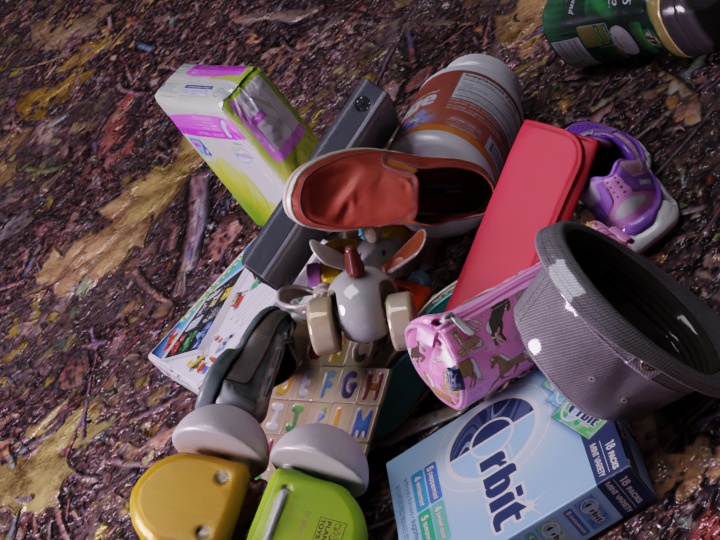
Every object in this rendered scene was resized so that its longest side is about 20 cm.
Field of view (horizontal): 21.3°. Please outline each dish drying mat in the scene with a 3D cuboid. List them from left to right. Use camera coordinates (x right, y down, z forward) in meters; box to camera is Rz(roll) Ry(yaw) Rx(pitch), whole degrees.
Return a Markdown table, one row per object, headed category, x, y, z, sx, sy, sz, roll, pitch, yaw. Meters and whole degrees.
| category | x | y | z | sx | sy | sz | roll | pitch | yaw |
| --- | --- | --- | --- | --- | --- | --- | --- | --- | --- |
| dish drying mat | 0.134 | -0.029 | 1.621 | 0.077 | 0.018 | 0.201 | 19 | 83 | 32 |

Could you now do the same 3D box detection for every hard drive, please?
| category | x | y | z | sx | sy | sz | roll | pitch | yaw |
| --- | --- | --- | --- | --- | --- | --- | --- | --- | --- |
| hard drive | -0.035 | -0.073 | 1.757 | 0.200 | 0.033 | 0.140 | -56 | -8 | -3 |

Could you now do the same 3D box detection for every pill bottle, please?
| category | x | y | z | sx | sy | sz | roll | pitch | yaw |
| --- | --- | --- | --- | --- | --- | --- | --- | --- | --- |
| pill bottle | 0.094 | -0.127 | 1.836 | 0.112 | 0.112 | 0.200 | -24 | 22 | 29 |

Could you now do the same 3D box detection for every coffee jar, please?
| category | x | y | z | sx | sy | sz | roll | pitch | yaw |
| --- | --- | --- | --- | --- | --- | --- | --- | --- | --- |
| coffee jar | 0.275 | -0.253 | 1.828 | 0.199 | 0.085 | 0.104 | 1 | 50 | 51 |

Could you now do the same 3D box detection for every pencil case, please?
| category | x | y | z | sx | sy | sz | roll | pitch | yaw |
| --- | --- | --- | --- | --- | --- | --- | --- | --- | --- |
| pencil case | 0.136 | 0.035 | 1.548 | 0.199 | 0.083 | 0.087 | -28 | -2 | -18 |

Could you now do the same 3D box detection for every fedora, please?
| category | x | y | z | sx | sy | sz | roll | pitch | yaw |
| --- | --- | --- | --- | --- | --- | --- | --- | --- | --- |
| fedora | 0.190 | 0.052 | 1.430 | 0.090 | 0.199 | 0.177 | -49 | 36 | 21 |

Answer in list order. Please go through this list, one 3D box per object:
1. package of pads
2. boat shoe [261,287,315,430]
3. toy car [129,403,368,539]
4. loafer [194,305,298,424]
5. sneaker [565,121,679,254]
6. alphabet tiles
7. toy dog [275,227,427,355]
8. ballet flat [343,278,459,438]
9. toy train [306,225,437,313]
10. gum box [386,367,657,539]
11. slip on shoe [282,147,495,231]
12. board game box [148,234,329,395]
| category | x | y | z | sx | sy | sz | roll | pitch | yaw |
| --- | --- | --- | --- | --- | --- | --- | --- | --- | --- |
| package of pads | -0.106 | -0.128 | 2.002 | 0.068 | 0.200 | 0.154 | -50 | 30 | -19 |
| boat shoe | -0.063 | 0.075 | 1.810 | 0.074 | 0.068 | 0.201 | -14 | 39 | 40 |
| toy car | -0.083 | 0.217 | 1.555 | 0.199 | 0.150 | 0.176 | 9 | 59 | 19 |
| loafer | -0.086 | 0.090 | 1.681 | 0.200 | 0.063 | 0.072 | -48 | -21 | -67 |
| sneaker | 0.212 | -0.094 | 1.686 | 0.080 | 0.089 | 0.200 | -39 | 28 | 8 |
| alphabet tiles | -0.042 | 0.147 | 1.677 | 0.166 | 0.006 | 0.201 | -1 | 68 | 54 |
| toy dog | 0.000 | 0.000 | 1.663 | 0.131 | 0.097 | 0.200 | -13 | 22 | -12 |
| ballet flat | 0.060 | 0.065 | 1.686 | 0.200 | 0.070 | 0.069 | -41 | 29 | 1 |
| toy train | 0.035 | -0.003 | 1.822 | 0.149 | 0.056 | 0.200 | 7 | 39 | 21 |
| gum box | 0.120 | 0.164 | 1.491 | 0.200 | 0.045 | 0.170 | -34 | 29 | 14 |
| slip on shoe | 0.029 | -0.069 | 1.678 | 0.199 | 0.075 | 0.061 | -1 | 9 | -19 |
| board game box | -0.118 | 0.040 | 1.961 | 0.200 | 0.035 | 0.126 | -48 | 30 | -11 |
